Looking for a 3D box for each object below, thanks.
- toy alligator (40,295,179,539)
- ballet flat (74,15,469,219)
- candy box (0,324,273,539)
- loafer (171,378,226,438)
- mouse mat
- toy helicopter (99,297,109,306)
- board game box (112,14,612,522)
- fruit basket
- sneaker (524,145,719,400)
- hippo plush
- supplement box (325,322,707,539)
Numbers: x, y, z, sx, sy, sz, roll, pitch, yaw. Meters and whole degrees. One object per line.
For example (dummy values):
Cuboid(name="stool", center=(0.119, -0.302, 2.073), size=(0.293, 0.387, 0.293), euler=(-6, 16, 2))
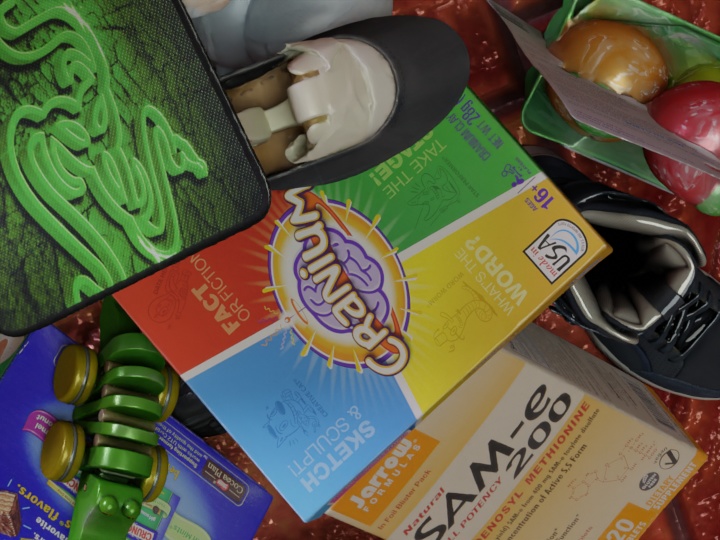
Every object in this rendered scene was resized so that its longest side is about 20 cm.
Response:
Cuboid(name="toy alligator", center=(-0.123, 0.101, 1.093), size=(0.059, 0.054, 0.202), euler=(16, 71, -28))
Cuboid(name="ballet flat", center=(-0.043, -0.067, 1.019), size=(0.198, 0.073, 0.074), euler=(-18, 108, 2))
Cuboid(name="candy box", center=(-0.165, 0.156, 1.133), size=(0.169, 0.077, 0.201), euler=(40, 60, -20))
Cuboid(name="loafer", center=(-0.024, 0.022, 1.191), size=(0.200, 0.068, 0.071), euler=(-32, 77, 0))
Cuboid(name="mouse mat", center=(-0.144, -0.085, 0.992), size=(0.160, 0.008, 0.201), euler=(-25, 95, 22))
Cuboid(name="toy helicopter", center=(-0.132, -0.044, 1.149), size=(0.199, 0.079, 0.133), euler=(34, 103, -9))
Cuboid(name="board game box", center=(0.000, 0.000, 1.076), size=(0.200, 0.040, 0.153), euler=(-43, 82, 7))
Cuboid(name="fruit basket", center=(0.160, -0.072, 1.139), size=(0.184, 0.200, 0.094), euler=(21, 113, -19))
Cuboid(name="sneaker", center=(0.163, 0.021, 1.191), size=(0.202, 0.146, 0.077), euler=(38, 91, -21))
Cuboid(name="hippo plush", center=(-0.074, -0.145, 1.072), size=(0.160, 0.199, 0.161), euler=(-62, 142, -30))
Cuboid(name="supplement box", center=(0.074, 0.096, 1.185), size=(0.199, 0.074, 0.126), euler=(27, 108, -36))
